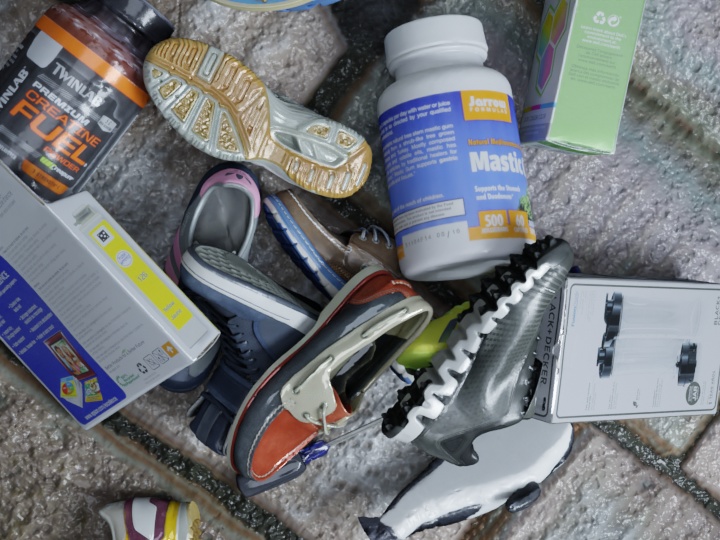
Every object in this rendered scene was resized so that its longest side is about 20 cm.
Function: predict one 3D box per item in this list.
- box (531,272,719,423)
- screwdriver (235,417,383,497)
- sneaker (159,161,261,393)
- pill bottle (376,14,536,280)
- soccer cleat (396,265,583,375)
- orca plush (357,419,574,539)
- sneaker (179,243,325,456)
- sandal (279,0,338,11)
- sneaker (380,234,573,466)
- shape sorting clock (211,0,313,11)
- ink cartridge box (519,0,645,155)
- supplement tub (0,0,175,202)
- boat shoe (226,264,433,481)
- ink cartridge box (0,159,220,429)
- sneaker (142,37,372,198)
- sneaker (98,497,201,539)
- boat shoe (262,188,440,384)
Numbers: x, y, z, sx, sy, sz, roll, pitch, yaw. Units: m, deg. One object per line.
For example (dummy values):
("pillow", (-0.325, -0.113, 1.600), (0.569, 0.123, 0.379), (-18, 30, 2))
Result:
("box", (0.212, 0.060, 1.051), (0.200, 0.060, 0.117), (1, 97, -37))
("screwdriver", (-0.014, 0.143, 1.100), (0.200, 0.029, 0.028), (-25, 96, -7))
("sneaker", (-0.131, 0.008, 1.045), (0.070, 0.082, 0.200), (14, 94, -8))
("pill bottle", (0.074, -0.098, 1.035), (0.112, 0.112, 0.200), (-7, 82, -5))
("soccer cleat", (0.110, 0.040, 1.063), (0.200, 0.065, 0.084), (-9, 85, -28))
("orca plush", (0.099, 0.196, 1.090), (0.200, 0.105, 0.071), (-40, 139, -25))
("sneaker", (-0.102, 0.071, 1.016), (0.146, 0.077, 0.202), (-51, 140, 3))
("sandal", (0.010, -0.252, 1.043), (0.200, 0.087, 0.080), (-14, 68, 13))
("sneaker", (0.108, 0.067, 0.973), (0.090, 0.066, 0.200), (36, 98, -12))
("shape sorting clock", (-0.066, -0.296, 1.012), (0.200, 0.039, 0.200), (-5, 74, 16))
("ink cartridge box", (0.186, -0.196, 1.051), (0.059, 0.104, 0.200), (11, 93, -8))
("supplement tub", (-0.234, -0.135, 1.011), (0.107, 0.107, 0.200), (37, 90, -8))
("boat shoe", (-0.025, 0.088, 0.991), (0.063, 0.071, 0.200), (38, 87, 35))
("ink cartridge box", (-0.230, 0.017, 0.991), (0.200, 0.198, 0.047), (50, 50, -7))
("sneaker", (-0.090, -0.117, 1.027), (0.200, 0.088, 0.076), (30, 90, -22))
("sneaker", (-0.183, 0.290, 1.074), (0.090, 0.075, 0.200), (3, 88, 2))
("boat shoe", (0.000, 0.000, 1.071), (0.072, 0.072, 0.200), (-42, 107, -6))
